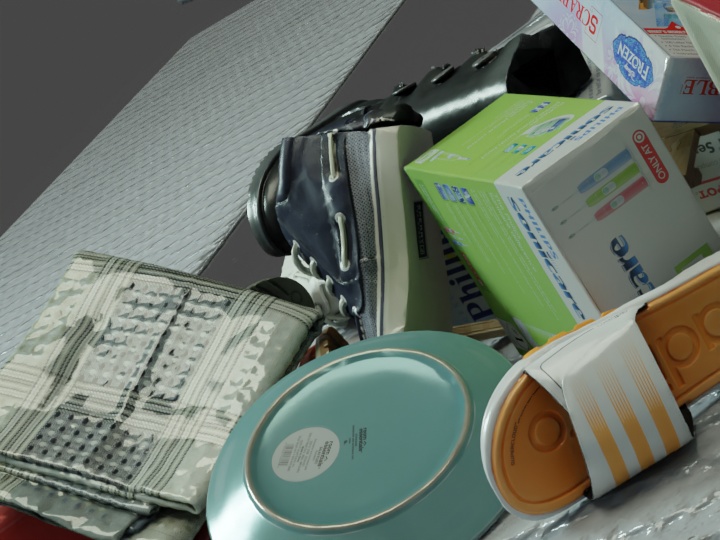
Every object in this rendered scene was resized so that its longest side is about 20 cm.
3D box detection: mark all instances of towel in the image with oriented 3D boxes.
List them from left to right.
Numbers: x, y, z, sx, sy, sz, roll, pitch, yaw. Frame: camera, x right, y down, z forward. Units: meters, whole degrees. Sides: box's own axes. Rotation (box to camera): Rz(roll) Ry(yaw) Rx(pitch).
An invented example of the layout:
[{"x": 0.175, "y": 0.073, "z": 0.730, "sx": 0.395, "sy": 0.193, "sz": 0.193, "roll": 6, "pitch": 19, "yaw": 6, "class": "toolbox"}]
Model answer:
[{"x": -0.147, "y": 0.076, "z": 1.281, "sx": 0.192, "sy": 0.035, "sz": 0.200, "roll": 15, "pitch": 55, "yaw": 24, "class": "towel"}]

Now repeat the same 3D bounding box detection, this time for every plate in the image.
[{"x": 0.001, "y": 0.100, "z": 1.160, "sx": 0.199, "sy": 0.026, "sz": 0.201, "roll": -15, "pitch": 40, "yaw": 13, "class": "plate"}]

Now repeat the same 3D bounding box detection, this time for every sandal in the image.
[{"x": 0.151, "y": 0.049, "z": 1.046, "sx": 0.206, "sy": 0.079, "sz": 0.059, "roll": -35, "pitch": 12, "yaw": -11, "class": "sandal"}]

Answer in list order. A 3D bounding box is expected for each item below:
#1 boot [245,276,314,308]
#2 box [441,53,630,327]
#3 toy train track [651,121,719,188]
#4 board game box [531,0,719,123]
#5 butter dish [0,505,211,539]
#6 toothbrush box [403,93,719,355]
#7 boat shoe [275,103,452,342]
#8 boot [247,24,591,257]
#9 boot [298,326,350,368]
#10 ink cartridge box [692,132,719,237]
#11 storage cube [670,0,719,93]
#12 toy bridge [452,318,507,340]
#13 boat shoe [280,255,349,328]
[{"x": -0.136, "y": 0.080, "z": 1.580, "sx": 0.182, "sy": 0.073, "sz": 0.200, "roll": -46, "pitch": 12, "yaw": -20, "class": "boot"}, {"x": 0.110, "y": -0.059, "z": 1.419, "sx": 0.199, "sy": 0.105, "sz": 0.184, "roll": -29, "pitch": 16, "yaw": 16, "class": "box"}, {"x": 0.204, "y": -0.101, "z": 1.241, "sx": 0.114, "sy": 0.033, "sz": 0.200, "roll": -18, "pitch": 32, "yaw": 29, "class": "toy train track"}, {"x": 0.212, "y": -0.145, "z": 1.193, "sx": 0.199, "sy": 0.041, "sz": 0.200, "roll": 0, "pitch": 31, "yaw": -23, "class": "board game box"}, {"x": -0.208, "y": 0.156, "z": 1.340, "sx": 0.199, "sy": 0.148, "sz": 0.200, "roll": -34, "pitch": 15, "yaw": 1, "class": "butter dish"}, {"x": 0.123, "y": -0.018, "z": 1.185, "sx": 0.086, "sy": 0.146, "sz": 0.200, "roll": -36, "pitch": 14, "yaw": -10, "class": "toothbrush box"}, {"x": 0.000, "y": 0.000, "z": 1.296, "sx": 0.092, "sy": 0.201, "sz": 0.075, "roll": -4, "pitch": -4, "yaw": 28, "class": "boat shoe"}, {"x": 0.037, "y": -0.086, "z": 1.353, "sx": 0.199, "sy": 0.066, "sz": 0.165, "roll": -13, "pitch": 28, "yaw": 41, "class": "boot"}, {"x": -0.040, "y": 0.107, "z": 1.291, "sx": 0.107, "sy": 0.075, "sz": 0.200, "roll": -34, "pitch": 15, "yaw": 19, "class": "boot"}, {"x": 0.259, "y": -0.099, "z": 1.301, "sx": 0.117, "sy": 0.067, "sz": 0.200, "roll": -18, "pitch": 22, "yaw": 44, "class": "ink cartridge box"}, {"x": 0.287, "y": -0.101, "z": 1.005, "sx": 0.179, "sy": 0.171, "sz": 0.200, "roll": -34, "pitch": 25, "yaw": -3, "class": "storage cube"}, {"x": 0.106, "y": -0.004, "z": 1.321, "sx": 0.200, "sy": 0.067, "sz": 0.027, "roll": -39, "pitch": 13, "yaw": 14, "class": "toy bridge"}, {"x": -0.017, "y": 0.013, "z": 1.567, "sx": 0.070, "sy": 0.071, "sz": 0.200, "roll": -64, "pitch": 24, "yaw": -5, "class": "boat shoe"}]
